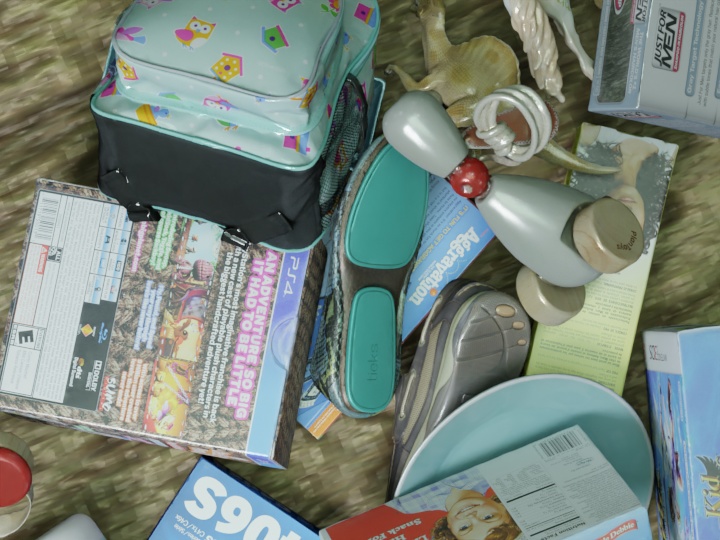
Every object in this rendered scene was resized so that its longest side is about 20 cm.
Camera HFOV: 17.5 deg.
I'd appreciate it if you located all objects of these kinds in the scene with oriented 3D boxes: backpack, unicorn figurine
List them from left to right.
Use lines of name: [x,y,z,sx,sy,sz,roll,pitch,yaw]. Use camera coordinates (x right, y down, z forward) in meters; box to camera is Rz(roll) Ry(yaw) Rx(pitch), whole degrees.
backpack: [-0.076,-0.133,1.568,0.174,0.200,0.154,14,131,13]
unicorn figurine: [0.121,-0.212,1.631,0.074,0.200,0.138,-31,120,10]

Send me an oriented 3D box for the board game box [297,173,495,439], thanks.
board game box: [-0.002,0.012,1.673,0.103,0.019,0.200,42,88,2]

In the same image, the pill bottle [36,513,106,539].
pill bottle: [-0.181,0.278,1.619,0.110,0.111,0.201,-35,89,-2]

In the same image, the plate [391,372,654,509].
plate: [0.111,0.157,1.635,0.198,0.026,0.202,-8,118,-16]

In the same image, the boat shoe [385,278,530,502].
boat shoe: [0.062,0.098,1.648,0.074,0.073,0.201,11,109,-29]

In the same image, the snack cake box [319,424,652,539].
snack cake box: [0.085,0.190,1.560,0.199,0.115,0.068,-21,121,-9]

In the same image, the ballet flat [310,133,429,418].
ballet flat: [0.000,0.000,1.630,0.074,0.074,0.202,11,90,-1]

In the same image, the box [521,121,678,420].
box: [0.167,0.001,1.661,0.075,0.050,0.202,12,89,0]

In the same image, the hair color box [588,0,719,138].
hair color box: [0.258,-0.143,1.617,0.199,0.060,0.100,9,88,-31]

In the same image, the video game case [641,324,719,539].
video game case: [0.231,0.138,1.594,0.045,0.181,0.202,-5,89,0]

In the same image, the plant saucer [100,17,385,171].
plant saucer: [-0.085,-0.125,1.673,0.198,0.019,0.071,14,84,-1]

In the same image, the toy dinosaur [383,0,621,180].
toy dinosaur: [0.081,-0.111,1.639,0.200,0.058,0.101,47,107,17]

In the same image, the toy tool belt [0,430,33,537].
toy tool belt: [-0.315,0.112,1.611,0.198,0.123,0.126,-4,120,6]

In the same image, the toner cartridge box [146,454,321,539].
toner cartridge box: [-0.055,0.224,1.656,0.199,0.043,0.095,33,90,0]

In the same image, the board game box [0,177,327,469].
board game box: [-0.136,0.038,1.613,0.198,0.097,0.161,11,82,5]

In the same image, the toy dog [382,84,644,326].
toy dog: [0.112,-0.061,1.586,0.131,0.097,0.201,-15,120,33]
